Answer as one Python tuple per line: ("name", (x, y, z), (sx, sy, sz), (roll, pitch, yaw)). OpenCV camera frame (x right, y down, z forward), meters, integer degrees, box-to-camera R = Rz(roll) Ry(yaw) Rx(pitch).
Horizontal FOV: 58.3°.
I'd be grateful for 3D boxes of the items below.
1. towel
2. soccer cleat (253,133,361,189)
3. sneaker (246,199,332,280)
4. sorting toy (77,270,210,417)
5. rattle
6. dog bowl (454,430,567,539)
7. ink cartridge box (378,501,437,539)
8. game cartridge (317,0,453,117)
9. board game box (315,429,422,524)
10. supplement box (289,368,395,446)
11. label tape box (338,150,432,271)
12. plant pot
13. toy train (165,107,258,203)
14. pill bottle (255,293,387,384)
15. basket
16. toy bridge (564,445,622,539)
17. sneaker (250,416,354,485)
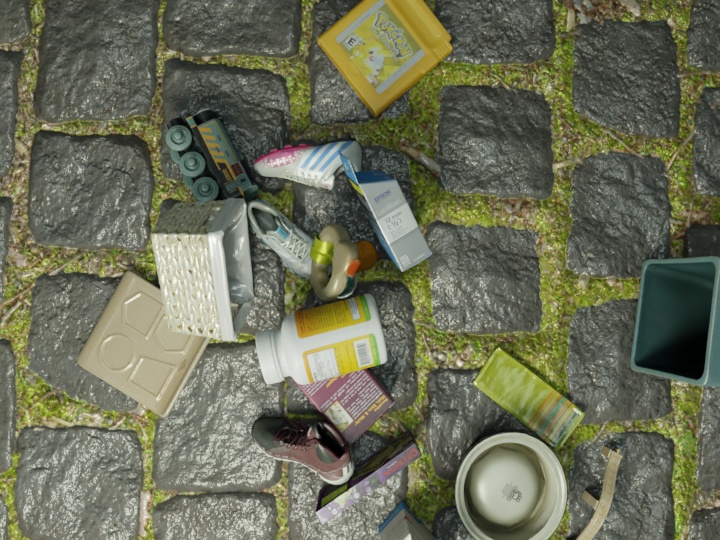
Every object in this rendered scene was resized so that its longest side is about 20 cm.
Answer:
("towel", (0.303, 0.229, 1.161), (0.198, 0.018, 0.087), (37, 87, 1))
("soccer cleat", (-0.091, -0.180, 1.140), (0.194, 0.070, 0.089), (-13, 88, -2))
("sneaker", (-0.128, -0.051, 1.128), (0.198, 0.087, 0.076), (37, 86, -1))
("sorting toy", (-0.377, 0.129, 1.145), (0.197, 0.036, 0.188), (30, 88, 5))
("rattle", (0.000, 0.000, 1.049), (0.140, 0.199, 0.133), (25, 80, -26))
("dog bowl", (0.254, 0.377, 1.127), (0.194, 0.074, 0.207), (0, 87, -2))
("ink cartridge box", (0.092, 0.474, 1.056), (0.068, 0.200, 0.115), (-44, 89, -2))
("game cartridge", (0.048, -0.412, 1.171), (0.199, 0.032, 0.177), (-40, 89, -1))
("board game box", (0.013, 0.347, 1.100), (0.197, 0.120, 0.033), (-34, 92, -1))
("supplement box", (-0.045, 0.185, 1.120), (0.110, 0.086, 0.201), (-41, 89, -3))
("label tape box", (0.037, -0.114, 1.078), (0.065, 0.143, 0.204), (-26, 107, -2))
("plant pot", (0.609, 0.094, 1.093), (0.194, 0.196, 0.203), (9, 88, -11))
("toy train", (-0.261, -0.188, 1.131), (0.112, 0.085, 0.203), (-27, 80, -15))
("pill bottle", (-0.062, 0.115, 1.024), (0.194, 0.111, 0.114), (-14, 88, -4))
("basket", (-0.255, -0.005, 1.066), (0.119, 0.137, 0.205), (4, 120, 6))
("toy bridge", (0.413, 0.407, 1.132), (0.027, 0.067, 0.204), (24, 88, 0))
("sneaker", (-0.097, 0.275, 1.085), (0.195, 0.117, 0.076), (19, 50, 13))
